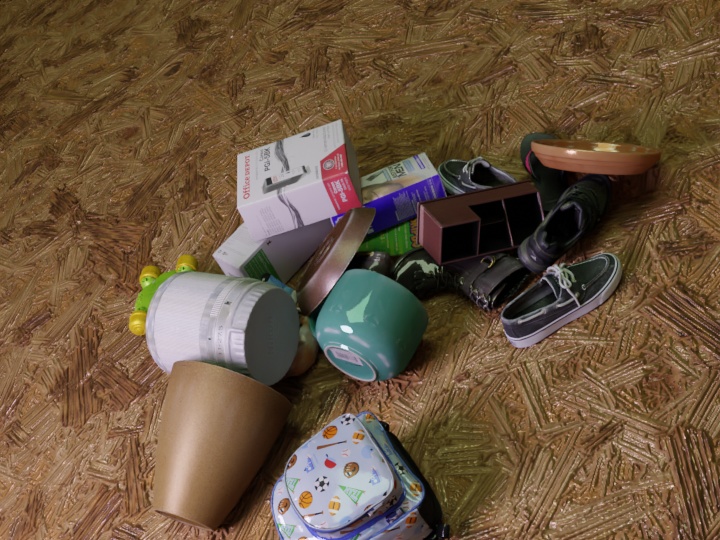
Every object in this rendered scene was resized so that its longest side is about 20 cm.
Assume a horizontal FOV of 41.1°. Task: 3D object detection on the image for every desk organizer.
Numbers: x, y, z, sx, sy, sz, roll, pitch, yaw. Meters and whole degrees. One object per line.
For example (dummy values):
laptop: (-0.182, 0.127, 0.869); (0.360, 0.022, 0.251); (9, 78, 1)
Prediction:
desk organizer: (0.190, -0.074, 1.463); (0.197, 0.073, 0.077); (-13, 34, -19)

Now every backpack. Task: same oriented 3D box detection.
backpack: (-0.016, 0.294, 1.218); (0.190, 0.154, 0.200); (-41, 43, 2)

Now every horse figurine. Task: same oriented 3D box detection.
horse figurine: (-0.101, 0.112, 1.527); (0.131, 0.050, 0.201); (2, 47, 40)

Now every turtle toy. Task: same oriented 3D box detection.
turtle toy: (-0.306, 0.056, 1.665); (0.197, 0.102, 0.147); (-15, 42, 16)

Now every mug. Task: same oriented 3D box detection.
mug: (0.004, 0.095, 1.415); (0.115, 0.151, 0.185); (-60, 9, -27)

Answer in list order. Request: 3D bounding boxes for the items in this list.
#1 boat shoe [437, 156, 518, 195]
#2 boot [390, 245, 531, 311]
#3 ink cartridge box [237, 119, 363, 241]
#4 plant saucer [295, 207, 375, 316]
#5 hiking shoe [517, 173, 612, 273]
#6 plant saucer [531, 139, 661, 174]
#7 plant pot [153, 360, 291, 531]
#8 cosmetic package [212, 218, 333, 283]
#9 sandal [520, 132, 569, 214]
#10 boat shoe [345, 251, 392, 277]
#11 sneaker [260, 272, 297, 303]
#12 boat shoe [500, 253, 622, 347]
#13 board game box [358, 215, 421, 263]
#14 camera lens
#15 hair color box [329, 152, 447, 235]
boat shoe: (0.202, -0.156, 1.599); (0.072, 0.072, 0.199); (-39, 43, -23)
boot: (0.147, 0.015, 1.462); (0.199, 0.070, 0.174); (-38, 40, -13)
ink cartridge box: (-0.105, -0.152, 1.615); (0.197, 0.083, 0.148); (-17, 44, 9)
plant saucer: (-0.045, -0.022, 1.497); (0.201, 0.034, 0.201); (-54, 10, 14)
hiking shoe: (0.320, -0.079, 1.414); (0.200, 0.076, 0.101); (-47, -1, -21)
plant saucer: (0.362, -0.176, 1.485); (0.196, 0.038, 0.200); (3, 13, -1)
plant pot: (-0.215, 0.257, 1.363); (0.184, 0.186, 0.203); (3, 63, 33)
cosmetic package: (-0.149, -0.051, 1.680); (0.084, 0.108, 0.200); (23, 64, 43)
sandal: (0.306, -0.173, 1.578); (0.074, 0.045, 0.202); (-18, 41, 13)
boat shoe: (0.000, 0.000, 1.517); (0.061, 0.071, 0.201); (-69, 20, -6)
sneaker: (-0.193, 0.060, 1.576); (0.199, 0.090, 0.079); (-31, 23, 29)
boat shoe: (0.284, 0.027, 1.367); (0.198, 0.068, 0.074); (-31, 40, -1)
board game box: (0.049, -0.049, 1.619); (0.197, 0.030, 0.096); (-10, 42, 27)
camera lens: (-0.211, 0.088, 1.449); (0.197, 0.161, 0.161); (6, 51, 30)
hair color box: (0.040, -0.124, 1.647); (0.197, 0.065, 0.110); (-23, 29, 1)
